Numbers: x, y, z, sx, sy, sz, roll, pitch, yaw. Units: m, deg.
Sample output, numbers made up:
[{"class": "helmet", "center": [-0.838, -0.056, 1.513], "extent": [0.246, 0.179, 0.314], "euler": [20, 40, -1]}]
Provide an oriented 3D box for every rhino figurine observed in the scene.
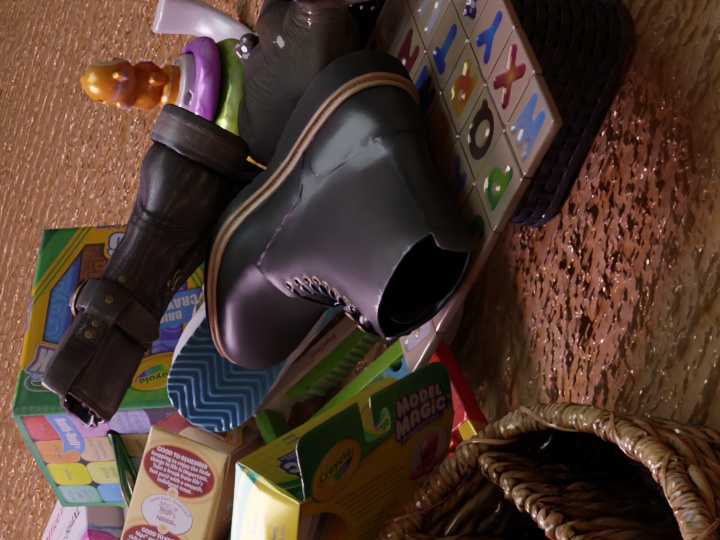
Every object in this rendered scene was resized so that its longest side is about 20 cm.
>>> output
[{"class": "rhino figurine", "center": [-0.030, -0.128, 0.958], "extent": [0.200, 0.060, 0.088], "euler": [112, 156, -57]}]

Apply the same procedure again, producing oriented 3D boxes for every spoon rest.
[{"class": "spoon rest", "center": [-0.101, -0.165, 1.414], "extent": [0.200, 0.060, 0.100], "euler": [50, 131, 43]}]

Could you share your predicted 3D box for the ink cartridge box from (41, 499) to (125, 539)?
[{"class": "ink cartridge box", "center": [-0.165, 0.237, 1.331], "extent": [0.129, 0.125, 0.201], "euler": [120, 148, -42]}]

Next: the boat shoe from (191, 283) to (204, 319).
[{"class": "boat shoe", "center": [-0.073, 0.012, 1.178], "extent": [0.073, 0.063, 0.201], "euler": [58, -175, -8]}]

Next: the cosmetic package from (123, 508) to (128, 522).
[{"class": "cosmetic package", "center": [-0.111, 0.177, 1.255], "extent": [0.087, 0.103, 0.201], "euler": [119, 151, -43]}]

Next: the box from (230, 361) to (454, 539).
[{"class": "box", "center": [-0.013, 0.140, 0.851], "extent": [0.048, 0.117, 0.201], "euler": [28, 124, 31]}]

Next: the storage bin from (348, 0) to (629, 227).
[{"class": "storage bin", "center": [0.055, -0.132, 0.977], "extent": [0.200, 0.093, 0.136], "euler": [-112, 36, -50]}]

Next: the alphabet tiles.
[{"class": "alphabet tiles", "center": [0.036, -0.076, 0.877], "extent": [0.200, 0.008, 0.167], "euler": [-107, 33, -43]}]

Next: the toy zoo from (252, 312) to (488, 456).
[{"class": "toy zoo", "center": [0.017, 0.116, 0.975], "extent": [0.131, 0.020, 0.200], "euler": [-43, 51, 22]}]

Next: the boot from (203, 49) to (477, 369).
[{"class": "boot", "center": [-0.016, 0.009, 0.879], "extent": [0.200, 0.077, 0.139], "euler": [-66, 33, 37]}]

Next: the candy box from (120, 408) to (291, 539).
[{"class": "candy box", "center": [-0.108, 0.179, 1.075], "extent": [0.115, 0.055, 0.201], "euler": [-31, -40, -72]}]

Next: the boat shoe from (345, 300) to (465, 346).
[{"class": "boat shoe", "center": [0.000, 0.000, 1.090], "extent": [0.200, 0.070, 0.071], "euler": [-139, 60, -63]}]

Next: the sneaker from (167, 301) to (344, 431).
[{"class": "sneaker", "center": [-0.039, 0.002, 1.022], "extent": [0.200, 0.077, 0.081], "euler": [-45, 11, 2]}]

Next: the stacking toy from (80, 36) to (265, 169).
[{"class": "stacking toy", "center": [-0.089, -0.115, 1.169], "extent": [0.116, 0.199, 0.110], "euler": [173, 104, -67]}]

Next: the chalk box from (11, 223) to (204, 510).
[{"class": "chalk box", "center": [-0.154, 0.082, 1.183], "extent": [0.125, 0.123, 0.201], "euler": [78, -168, -50]}]

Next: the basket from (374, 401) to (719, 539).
[{"class": "basket", "center": [0.091, 0.134, 0.739], "extent": [0.200, 0.148, 0.143], "euler": [-135, 56, -63]}]

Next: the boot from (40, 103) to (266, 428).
[{"class": "boot", "center": [-0.118, 0.004, 0.974], "extent": [0.175, 0.069, 0.200], "euler": [-64, -9, -4]}]
